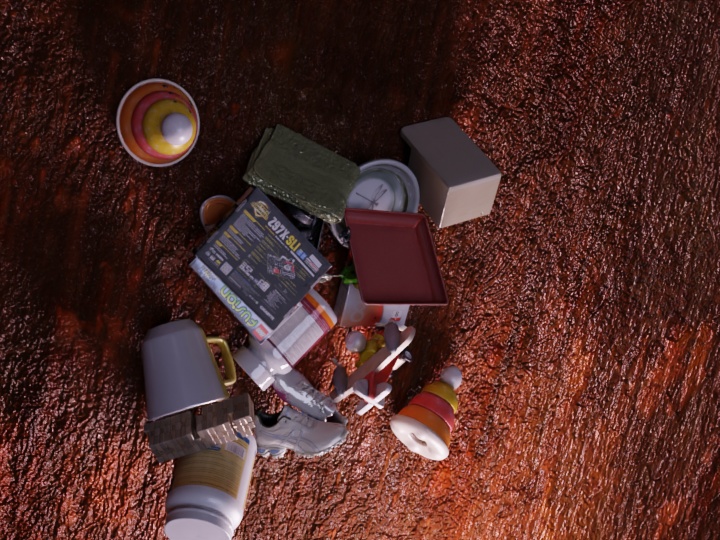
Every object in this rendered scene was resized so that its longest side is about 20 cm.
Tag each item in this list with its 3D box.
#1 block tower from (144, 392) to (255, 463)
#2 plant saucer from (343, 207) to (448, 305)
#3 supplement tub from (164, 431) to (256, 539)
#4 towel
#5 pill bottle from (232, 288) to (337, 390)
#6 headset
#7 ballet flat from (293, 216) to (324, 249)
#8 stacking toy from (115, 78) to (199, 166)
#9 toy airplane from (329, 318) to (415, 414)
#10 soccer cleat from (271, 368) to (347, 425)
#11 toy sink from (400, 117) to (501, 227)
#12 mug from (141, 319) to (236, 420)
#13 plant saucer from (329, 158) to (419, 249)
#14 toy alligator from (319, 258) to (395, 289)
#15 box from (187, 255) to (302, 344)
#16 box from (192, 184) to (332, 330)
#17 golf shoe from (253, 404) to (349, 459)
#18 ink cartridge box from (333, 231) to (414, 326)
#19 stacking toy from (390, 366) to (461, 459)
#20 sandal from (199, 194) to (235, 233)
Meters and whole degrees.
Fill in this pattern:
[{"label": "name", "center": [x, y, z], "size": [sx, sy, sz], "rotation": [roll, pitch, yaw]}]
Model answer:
[{"label": "block tower", "center": [-0.287, 0.285, 1.393], "size": [0.195, 0.058, 0.055], "rotation": [-16, 132, 1]}, {"label": "plant saucer", "center": [0.062, -0.020, 1.497], "size": [0.196, 0.037, 0.204], "rotation": [2, 63, -31]}, {"label": "supplement tub", "center": [-0.277, 0.394, 1.426], "size": [0.141, 0.203, 0.147], "rotation": [4, 135, 4]}, {"label": "towel", "center": [-0.105, -0.177, 1.407], "size": [0.196, 0.037, 0.150], "rotation": [24, 56, -3]}, {"label": "pill bottle", "center": [-0.147, 0.128, 1.495], "size": [0.200, 0.109, 0.110], "rotation": [-45, 119, -11]}, {"label": "headset", "center": [-0.113, -0.086, 1.433], "size": [0.195, 0.094, 0.126], "rotation": [14, 101, 3]}, {"label": "ballet flat", "center": [-0.100, -0.076, 1.498], "size": [0.065, 0.057, 0.205], "rotation": [8, 99, -29]}, {"label": "stacking toy", "center": [-0.311, -0.233, 1.259], "size": [0.143, 0.199, 0.150], "rotation": [-8, 108, -26]}, {"label": "toy airplane", "center": [0.017, 0.187, 1.559], "size": [0.141, 0.199, 0.200], "rotation": [46, 76, -5]}, {"label": "soccer cleat", "center": [-0.098, 0.258, 1.565], "size": [0.201, 0.085, 0.071], "rotation": [49, 52, -33]}, {"label": "toy sink", "center": [0.170, -0.199, 1.568], "size": [0.128, 0.201, 0.113], "rotation": [-17, 141, -24]}, {"label": "mug", "center": [-0.324, 0.176, 1.406], "size": [0.146, 0.187, 0.157], "rotation": [-17, 82, 3]}, {"label": "plant saucer", "center": [0.022, -0.135, 1.537], "size": [0.196, 0.050, 0.204], "rotation": [-14, 126, -20]}, {"label": "toy alligator", "center": [0.000, 0.000, 1.513], "size": [0.196, 0.059, 0.055], "rotation": [5, 57, -28]}, {"label": "box", "center": [-0.208, 0.024, 1.401], "size": [0.110, 0.035, 0.201], "rotation": [-42, 110, -7]}, {"label": "box", "center": [-0.172, -0.021, 1.361], "size": [0.160, 0.049, 0.200], "rotation": [-48, 110, -8]}, {"label": "golf shoe", "center": [-0.124, 0.313, 1.529], "size": [0.195, 0.079, 0.099], "rotation": [-8, 111, 13]}, {"label": "ink cartridge box", "center": [0.041, 0.020, 1.581], "size": [0.159, 0.050, 0.204], "rotation": [2, 119, -29]}, {"label": "stacking toy", "center": [0.170, 0.301, 1.717], "size": [0.147, 0.145, 0.201], "rotation": [51, 60, -29]}, {"label": "sandal", "center": [-0.226, -0.044, 1.437], "size": [0.078, 0.059, 0.210], "rotation": [-31, 115, -18]}]
